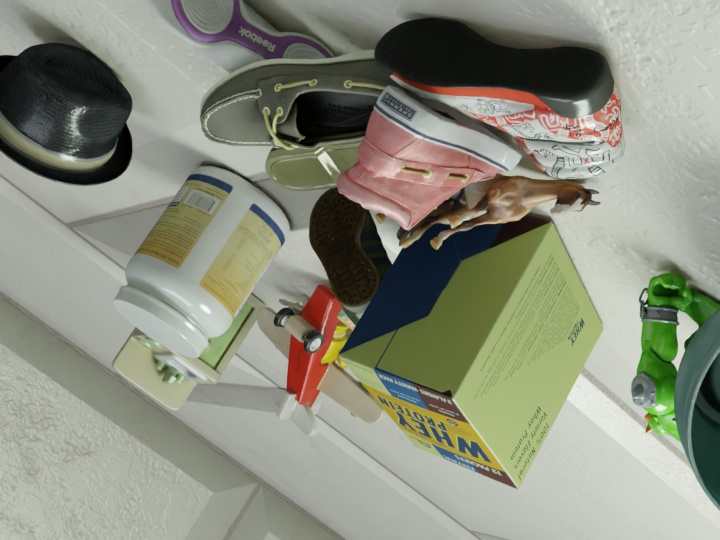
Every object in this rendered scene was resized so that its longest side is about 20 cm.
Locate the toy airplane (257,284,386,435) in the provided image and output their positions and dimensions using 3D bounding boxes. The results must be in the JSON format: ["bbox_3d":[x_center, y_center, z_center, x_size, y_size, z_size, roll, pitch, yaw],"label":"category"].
[{"bbox_3d":[-0.052,0.123,1.780,0.199,0.141,0.200,-21,93,53],"label":"toy airplane"}]

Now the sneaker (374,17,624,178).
[{"bbox_3d":[0.107,-0.127,0.995,0.201,0.067,0.108,16,154,33],"label":"sneaker"}]

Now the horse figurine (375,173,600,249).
[{"bbox_3d":[0.099,-0.056,1.147,0.200,0.132,0.050,3,115,64],"label":"horse figurine"}]

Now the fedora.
[{"bbox_3d":[-0.331,-0.190,1.458,0.201,0.201,0.092,36,129,-13],"label":"fedora"}]

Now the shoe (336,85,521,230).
[{"bbox_3d":[0.055,-0.083,1.038,0.071,0.091,0.200,38,-165,26],"label":"shoe"}]

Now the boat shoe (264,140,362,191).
[{"bbox_3d":[0.012,-0.118,1.170,0.200,0.068,0.075,1,145,21],"label":"boat shoe"}]

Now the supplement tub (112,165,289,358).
[{"bbox_3d":[-0.193,-0.010,1.568,0.144,0.200,0.144,29,161,11],"label":"supplement tub"}]

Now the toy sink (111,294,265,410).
[{"bbox_3d":[-0.258,0.098,1.955,0.130,0.200,0.112,39,161,-18],"label":"toy sink"}]

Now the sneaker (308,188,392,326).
[{"bbox_3d":[0.000,0.000,1.341,0.090,0.067,0.200,58,-170,-37],"label":"sneaker"}]

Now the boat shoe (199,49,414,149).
[{"bbox_3d":[-0.047,-0.137,1.091,0.202,0.060,0.072,-8,129,17],"label":"boat shoe"}]

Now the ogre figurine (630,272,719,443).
[{"bbox_3d":[0.310,0.102,1.169,0.098,0.120,0.200,14,154,44],"label":"ogre figurine"}]

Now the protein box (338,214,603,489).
[{"bbox_3d":[0.115,0.069,1.274,0.135,0.199,0.200,18,158,35],"label":"protein box"}]

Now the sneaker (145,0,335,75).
[{"bbox_3d":[-0.116,-0.200,1.155,0.200,0.075,0.100,36,160,-10],"label":"sneaker"}]

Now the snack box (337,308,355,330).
[{"bbox_3d":[0.085,0.099,1.633,0.200,0.053,0.142,41,159,-24],"label":"snack box"}]

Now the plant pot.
[{"bbox_3d":[0.337,0.096,1.042,0.200,0.200,0.134,37,-172,-14],"label":"plant pot"}]
